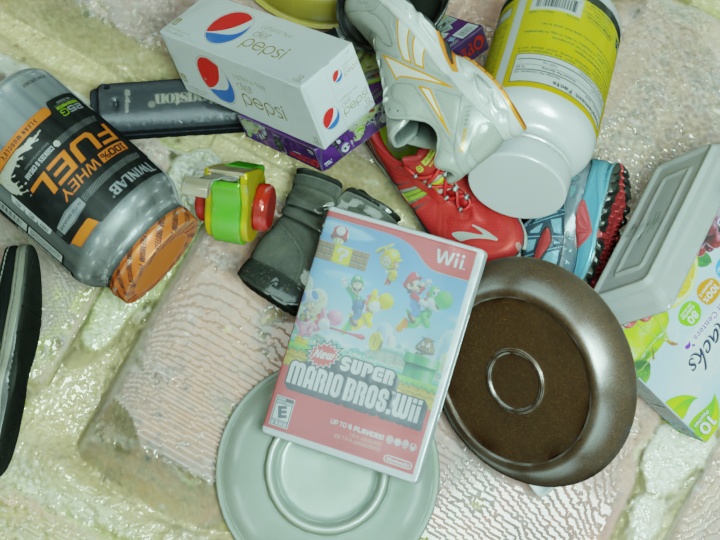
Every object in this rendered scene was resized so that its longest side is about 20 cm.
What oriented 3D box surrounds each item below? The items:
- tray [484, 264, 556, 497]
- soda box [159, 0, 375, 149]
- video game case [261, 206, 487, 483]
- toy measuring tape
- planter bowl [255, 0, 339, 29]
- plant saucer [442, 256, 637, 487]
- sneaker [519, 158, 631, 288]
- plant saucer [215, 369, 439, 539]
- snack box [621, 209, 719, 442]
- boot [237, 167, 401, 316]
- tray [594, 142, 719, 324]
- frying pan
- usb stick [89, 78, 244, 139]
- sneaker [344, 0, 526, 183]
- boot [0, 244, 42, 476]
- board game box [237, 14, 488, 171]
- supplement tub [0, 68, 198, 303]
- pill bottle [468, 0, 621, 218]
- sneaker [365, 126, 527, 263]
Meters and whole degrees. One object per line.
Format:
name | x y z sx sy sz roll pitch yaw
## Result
tray | 0.131 0.088 1.216 0.022 0.107 0.201 -21 69 -48
soda box | -0.082 -0.173 1.194 0.064 0.068 0.199 -43 44 -22
video game case | 0.011 0.061 1.178 0.142 0.017 0.202 16 87 15
toy measuring tape | -0.115 -0.052 1.188 0.073 0.200 0.074 1 98 9
planter bowl | -0.031 -0.331 1.289 0.198 0.083 0.202 0 78 0
plant saucer | 0.136 0.090 1.178 0.199 0.032 0.202 10 107 35
sneaker | 0.173 -0.005 1.252 0.095 0.079 0.202 17 86 31
plant saucer | -0.028 0.174 1.216 0.198 0.050 0.202 0 79 -2
snack box | 0.305 0.027 1.227 0.142 0.053 0.200 42 81 -16
boot | 0.000 0.000 1.238 0.199 0.068 0.131 33 83 7
tray | 0.254 -0.036 1.186 0.022 0.107 0.201 42 58 -15
frying pan | 0.008 -0.211 1.234 0.190 0.031 0.115 -51 57 5
usb stick | -0.147 -0.150 1.282 0.198 0.033 0.056 -4 80 -1
sneaker | 0.039 -0.154 1.144 0.092 0.076 0.200 -44 62 1
boot | -0.364 0.069 1.219 0.152 0.074 0.205 7 78 3
board game box | 0.003 -0.166 1.231 0.200 0.032 0.120 -38 43 -21
supplement tub | -0.245 -0.071 1.220 0.200 0.123 0.123 40 81 6
pill bottle | 0.156 -0.149 1.217 0.112 0.113 0.201 18 58 2
sneaker | 0.064 -0.079 1.232 0.077 0.085 0.200 -43 70 -2
